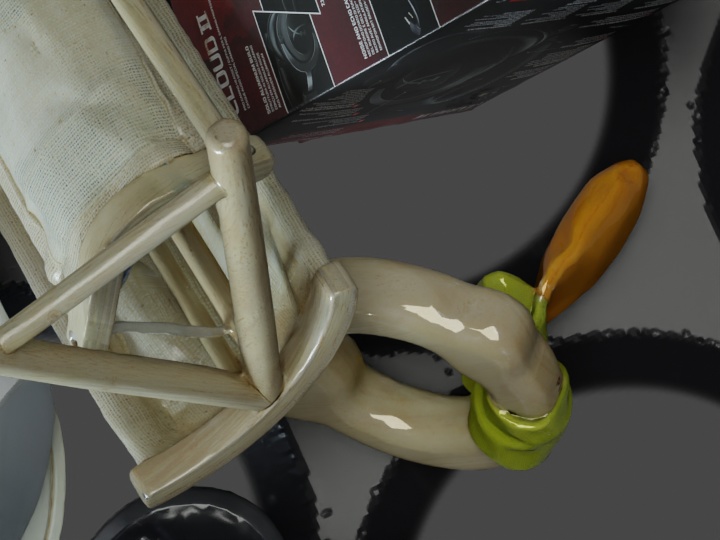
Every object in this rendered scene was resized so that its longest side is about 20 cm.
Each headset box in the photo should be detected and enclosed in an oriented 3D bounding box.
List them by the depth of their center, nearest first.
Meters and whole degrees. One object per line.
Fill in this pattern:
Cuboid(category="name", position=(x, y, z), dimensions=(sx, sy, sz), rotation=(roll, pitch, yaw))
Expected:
Cuboid(category="headset box", position=(0.033, -0.114, 1.100), dimensions=(0.148, 0.200, 0.078), rotation=(-12, 82, -42))

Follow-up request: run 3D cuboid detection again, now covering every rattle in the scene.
Cuboid(category="rattle", position=(0.000, 0.000, 1.162), dimensions=(0.199, 0.130, 0.143), rotation=(6, 74, 30))

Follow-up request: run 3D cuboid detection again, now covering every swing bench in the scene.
Cuboid(category="swing bench", position=(-0.105, -0.047, 1.036), dimensions=(0.130, 0.200, 0.199), rotation=(-35, 64, 4))

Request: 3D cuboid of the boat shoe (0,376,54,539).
Cuboid(category="boat shoe", position=(-0.190, 0.125, 1.127), dimensions=(0.066, 0.070, 0.201), rotation=(19, 84, 24))

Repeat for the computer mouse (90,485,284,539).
Cuboid(category="computer mouse", position=(-0.112, 0.162, 1.171), dimensions=(0.200, 0.053, 0.139), rotation=(-41, 96, 8))

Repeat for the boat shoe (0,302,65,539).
Cuboid(category="boat shoe", position=(-0.178, 0.038, 1.175), dimensions=(0.075, 0.062, 0.201), rotation=(-24, 106, -9))
